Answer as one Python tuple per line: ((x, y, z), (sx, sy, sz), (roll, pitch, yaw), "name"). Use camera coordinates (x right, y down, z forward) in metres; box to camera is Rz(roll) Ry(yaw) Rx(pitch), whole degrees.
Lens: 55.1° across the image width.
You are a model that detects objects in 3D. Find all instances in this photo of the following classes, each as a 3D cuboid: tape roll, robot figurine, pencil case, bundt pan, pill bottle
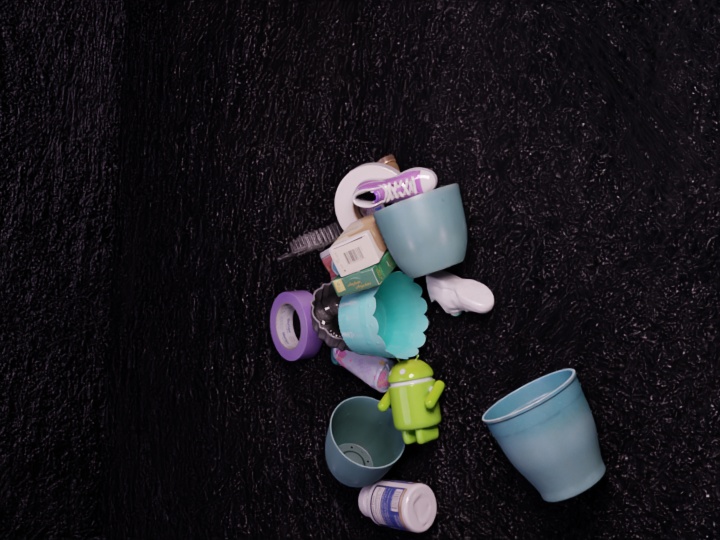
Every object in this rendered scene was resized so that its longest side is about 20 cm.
((-0.190, 0.163, 2.050), (0.198, 0.065, 0.205), (6, 97, 51), "tape roll")
((0.127, 0.303, 1.634), (0.174, 0.114, 0.205), (-15, 81, 46), "robot figurine")
((0.014, 0.234, 1.793), (0.199, 0.082, 0.092), (31, 108, 45), "pencil case")
((0.035, -0.158, 1.677), (0.198, 0.037, 0.207), (5, 110, 13), "tape roll")
((-0.041, 0.125, 1.770), (0.203, 0.199, 0.076), (57, 143, 30), "bundt pan")
((0.086, 0.581, 1.715), (0.198, 0.109, 0.114), (-14, 83, 50), "pill bottle")

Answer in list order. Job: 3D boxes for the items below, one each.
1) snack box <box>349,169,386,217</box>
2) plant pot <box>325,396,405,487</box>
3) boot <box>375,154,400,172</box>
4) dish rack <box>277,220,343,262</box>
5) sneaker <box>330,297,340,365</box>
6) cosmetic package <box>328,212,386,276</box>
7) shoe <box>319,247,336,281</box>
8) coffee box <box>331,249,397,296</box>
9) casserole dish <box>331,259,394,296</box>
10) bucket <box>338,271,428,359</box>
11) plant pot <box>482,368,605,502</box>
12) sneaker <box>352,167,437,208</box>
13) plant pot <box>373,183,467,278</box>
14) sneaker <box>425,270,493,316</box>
((0.030, -0.155, 1.714), (0.070, 0.024, 0.204), (-8, 107, 19), "snack box")
((-0.001, 0.452, 1.756), (0.202, 0.197, 0.163), (55, 142, 32), "plant pot")
((0.031, -0.202, 1.746), (0.199, 0.073, 0.076), (-40, 74, 43), "boot")
((-0.129, -0.077, 1.838), (0.153, 0.197, 0.056), (-24, 88, 64), "dish rack")
((-0.066, 0.160, 1.886), (0.077, 0.079, 0.205), (13, 104, 49), "sneaker")
((0.007, -0.066, 1.588), (0.104, 0.200, 0.072), (-22, 104, 19), "cosmetic package")
((-0.025, -0.038, 1.832), (0.199, 0.071, 0.092), (-27, 86, 44), "shoe")
((0.027, -0.011, 1.598), (0.121, 0.200, 0.045), (-17, 105, 31), "coffee box")
((0.000, 0.000, 1.760), (0.199, 0.039, 0.122), (37, 129, 14), "casserole dish")
((0.053, 0.109, 1.637), (0.133, 0.205, 0.212), (-7, 88, 42), "bucket")
((0.362, 0.318, 1.305), (0.199, 0.198, 0.190), (-34, 83, 46), "plant pot")
((0.076, -0.178, 1.578), (0.196, 0.114, 0.074), (-12, 105, 16), "sneaker")
((0.143, -0.078, 1.513), (0.199, 0.198, 0.164), (-17, 91, 50), "plant pot")
((0.223, 0.068, 1.543), (0.199, 0.074, 0.090), (29, 128, 52), "sneaker")
